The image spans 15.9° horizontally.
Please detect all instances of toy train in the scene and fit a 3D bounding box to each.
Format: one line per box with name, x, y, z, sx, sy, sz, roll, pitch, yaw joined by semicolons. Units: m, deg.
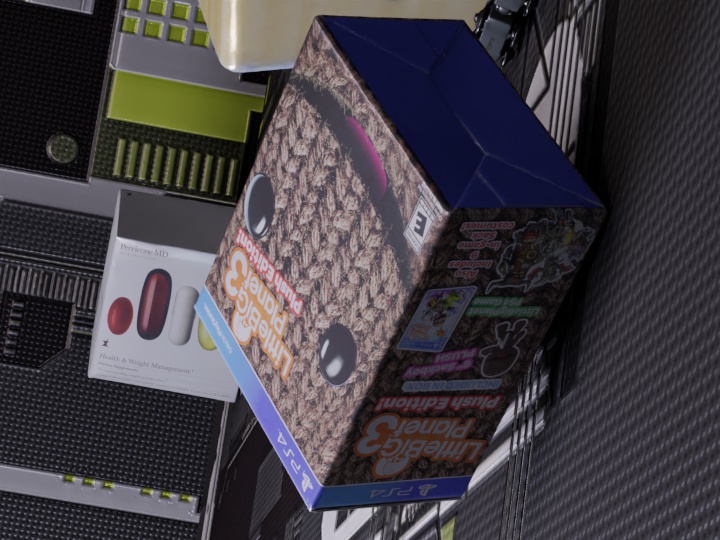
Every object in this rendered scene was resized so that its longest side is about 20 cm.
toy train;0.098;-0.182;1.520;0.200;0.034;0.046;113;178;-65

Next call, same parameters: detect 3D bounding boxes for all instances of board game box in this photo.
board game box;0.015;-0.004;1.321;0.160;0.097;0.200;57;135;39

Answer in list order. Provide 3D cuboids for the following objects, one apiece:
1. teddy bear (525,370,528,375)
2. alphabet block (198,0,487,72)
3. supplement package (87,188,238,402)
teddy bear;0.066;0.012;1.425;0.200;0.067;0.146;139;132;-69
alphabet block;-0.015;-0.268;1.654;0.197;0.195;0.200;-114;22;-47
supplement package;-0.228;0.031;3.206;0.147;0.191;0.201;-96;17;-64
